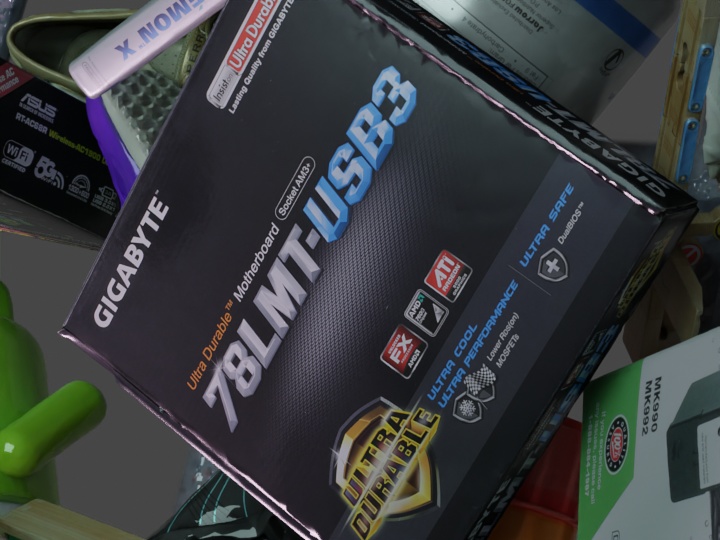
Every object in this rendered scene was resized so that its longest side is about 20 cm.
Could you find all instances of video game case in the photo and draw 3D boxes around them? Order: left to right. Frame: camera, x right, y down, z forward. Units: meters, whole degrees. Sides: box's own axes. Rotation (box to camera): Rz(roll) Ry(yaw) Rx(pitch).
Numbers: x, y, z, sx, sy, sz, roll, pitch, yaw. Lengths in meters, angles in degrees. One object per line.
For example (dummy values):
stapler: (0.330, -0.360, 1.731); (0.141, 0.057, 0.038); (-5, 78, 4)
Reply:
video game case: (-0.027, -0.164, 1.006); (0.182, 0.200, 0.022); (-32, 99, 32)

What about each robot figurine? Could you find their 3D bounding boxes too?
robot figurine: (-0.209, 0.099, 1.078); (0.175, 0.115, 0.201); (-30, 58, 34)

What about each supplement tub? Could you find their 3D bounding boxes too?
supplement tub: (0.033, -0.081, 0.954); (0.200, 0.132, 0.132); (-51, 49, 10)

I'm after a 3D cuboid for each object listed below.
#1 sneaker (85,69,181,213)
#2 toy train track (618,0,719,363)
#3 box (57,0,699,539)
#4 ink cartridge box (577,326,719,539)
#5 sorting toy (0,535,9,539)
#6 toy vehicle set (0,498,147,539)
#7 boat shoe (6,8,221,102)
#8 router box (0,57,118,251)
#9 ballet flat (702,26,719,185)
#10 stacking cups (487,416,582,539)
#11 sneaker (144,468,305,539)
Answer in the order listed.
sneaker: (-0.092, -0.004, 1.042); (0.100, 0.069, 0.201); (-45, 66, 29)
toy train track: (0.135, -0.045, 0.859); (0.115, 0.032, 0.201); (-108, 17, -51)
box: (0.000, 0.000, 0.862); (0.198, 0.050, 0.200); (37, 111, 17)
ink cartridge box: (0.158, 0.091, 0.758); (0.200, 0.084, 0.147); (146, 132, -62)
sorting toy: (-0.231, 0.183, 1.007); (0.184, 0.036, 0.201); (21, 120, 14)
toy vehicle set: (-0.082, 0.185, 0.958); (0.199, 0.026, 0.125); (13, 117, 41)
boat shoe: (-0.097, -0.104, 1.110); (0.200, 0.063, 0.074); (12, 80, 40)
router box: (-0.211, -0.067, 1.127); (0.199, 0.150, 0.062); (11, 79, 40)
ballet flat: (0.173, -0.035, 0.877); (0.069, 0.069, 0.201); (-32, 56, 24)
stacking cups: (0.050, 0.156, 0.895); (0.060, 0.060, 0.201); (4, 72, 39)
sneaker: (-0.032, 0.108, 0.981); (0.200, 0.075, 0.079); (-32, 24, 33)
